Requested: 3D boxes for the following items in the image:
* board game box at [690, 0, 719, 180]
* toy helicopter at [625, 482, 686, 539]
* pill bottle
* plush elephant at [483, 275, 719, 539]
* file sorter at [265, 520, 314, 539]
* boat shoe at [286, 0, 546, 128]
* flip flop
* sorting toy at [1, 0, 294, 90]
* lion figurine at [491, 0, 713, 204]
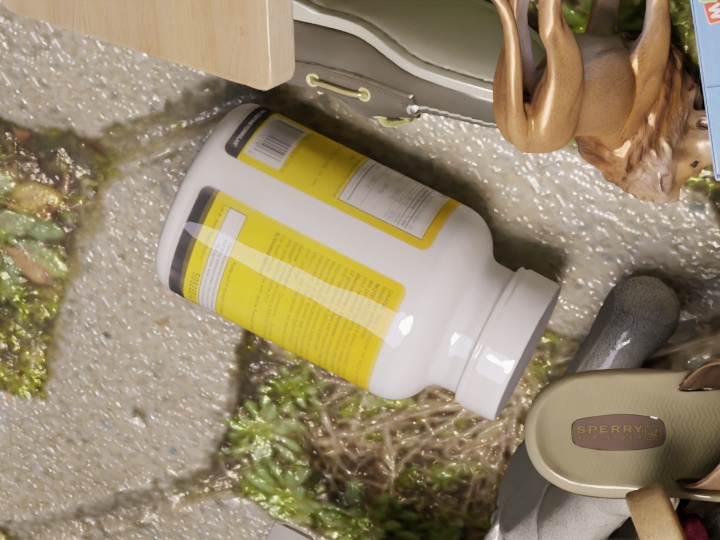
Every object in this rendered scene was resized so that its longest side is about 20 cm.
[{"bbox_3d":[0.248,-0.128,1.238,0.200,0.037,0.152,-6,96,30],"label":"board game box"},{"bbox_3d":[0.166,0.186,1.289,0.079,0.132,0.200,-21,124,8],"label":"toy helicopter"},{"bbox_3d":[0.000,0.000,1.444,0.200,0.112,0.112,27,131,8],"label":"pill bottle"},{"bbox_3d":[0.158,0.139,1.437,0.155,0.165,0.200,25,123,-15],"label":"plush elephant"},{"bbox_3d":[0.031,0.248,1.518,0.200,0.125,0.139,22,174,45],"label":"file sorter"},{"bbox_3d":[0.011,-0.111,1.387,0.201,0.072,0.060,22,130,20],"label":"boat shoe"},{"bbox_3d":[0.176,0.070,1.289,0.199,0.081,0.058,-2,164,8],"label":"flip flop"},{"bbox_3d":[-0.095,-0.211,1.324,0.199,0.070,0.200,20,122,39],"label":"sorting toy"},{"bbox_3d":[0.106,-0.089,1.294,0.072,0.200,0.123,20,107,39],"label":"lion figurine"}]
